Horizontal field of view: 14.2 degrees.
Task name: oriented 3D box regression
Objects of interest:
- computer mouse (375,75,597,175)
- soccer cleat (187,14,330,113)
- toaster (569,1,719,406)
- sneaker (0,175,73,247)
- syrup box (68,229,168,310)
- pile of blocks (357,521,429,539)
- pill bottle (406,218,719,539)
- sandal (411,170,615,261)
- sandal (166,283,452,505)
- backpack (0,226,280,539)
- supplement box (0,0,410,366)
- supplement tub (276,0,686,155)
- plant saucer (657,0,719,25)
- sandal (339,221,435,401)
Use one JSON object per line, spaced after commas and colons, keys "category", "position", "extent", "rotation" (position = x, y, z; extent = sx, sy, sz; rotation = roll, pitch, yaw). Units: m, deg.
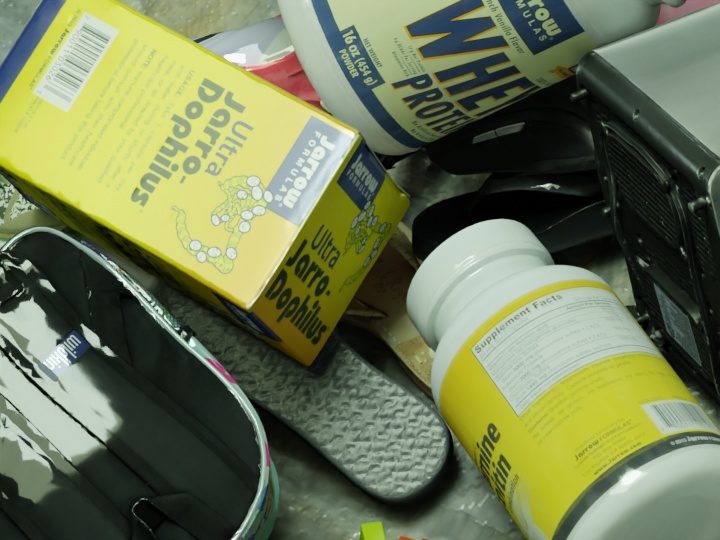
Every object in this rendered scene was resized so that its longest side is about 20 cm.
{"category": "computer mouse", "position": [0.060, -0.074, 1.586], "extent": [0.199, 0.046, 0.140], "rotation": [1, 22, 45]}
{"category": "soccer cleat", "position": [-0.071, -0.120, 1.733], "extent": [0.198, 0.067, 0.077], "rotation": [-8, 27, 9]}
{"category": "toaster", "position": [0.196, -0.026, 1.453], "extent": [0.118, 0.182, 0.200], "rotation": [-23, 29, -10]}
{"category": "sneaker", "position": [-0.217, -0.076, 1.662], "extent": [0.077, 0.089, 0.200], "rotation": [-42, 41, -20]}
{"category": "syrup box", "position": [-0.162, 0.049, 1.636], "extent": [0.200, 0.082, 0.079], "rotation": [-44, 50, -14]}
{"category": "pile of blocks", "position": [-0.030, 0.171, 1.487], "extent": [0.199, 0.082, 0.062], "rotation": [-23, 50, 7]}
{"category": "pill bottle", "position": [0.105, 0.069, 1.479], "extent": [0.112, 0.112, 0.200], "rotation": [-33, 53, -3]}
{"category": "sandal", "position": [0.123, -0.047, 1.594], "extent": [0.199, 0.043, 0.076], "rotation": [-13, 25, 7]}
{"category": "sandal", "position": [-0.033, 0.053, 1.572], "extent": [0.076, 0.043, 0.200], "rotation": [-42, 75, -3]}
{"category": "backpack", "position": [-0.143, 0.103, 1.493], "extent": [0.200, 0.151, 0.178], "rotation": [38, 75, 17]}
{"category": "supplement box", "position": [-0.092, -0.053, 1.524], "extent": [0.199, 0.109, 0.110], "rotation": [29, 83, 23]}
{"category": "supplement tub", "position": [0.069, -0.161, 1.514], "extent": [0.199, 0.145, 0.146], "rotation": [-24, 48, 20]}
{"category": "plant saucer", "position": [0.187, -0.158, 1.662], "extent": [0.199, 0.051, 0.202], "rotation": [-12, 51, 15]}
{"category": "sandal", "position": [0.004, -0.004, 1.612], "extent": [0.078, 0.070, 0.212], "rotation": [-42, 50, -11]}
